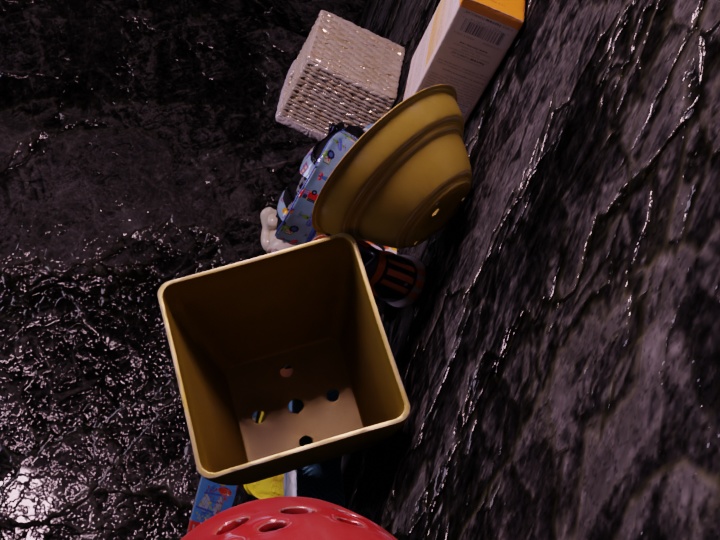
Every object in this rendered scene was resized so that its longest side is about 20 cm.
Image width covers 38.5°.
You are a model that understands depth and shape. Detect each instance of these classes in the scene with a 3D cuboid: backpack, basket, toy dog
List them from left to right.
[{"bbox_3d":[-0.172,-0.048,2.374,0.200,0.139,0.195,-96,13,-71],"label":"toy dog"},{"bbox_3d":[-0.034,-0.102,1.424,0.183,0.134,0.200,-57,0,14],"label":"backpack"},{"bbox_3d":[-0.033,-0.353,1.959,0.161,0.199,0.199,-55,16,41],"label":"basket"}]

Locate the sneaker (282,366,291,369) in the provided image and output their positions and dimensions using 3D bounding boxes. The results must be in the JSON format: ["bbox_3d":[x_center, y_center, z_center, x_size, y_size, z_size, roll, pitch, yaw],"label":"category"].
[{"bbox_3d":[-0.070,0.066,1.250,0.081,0.199,0.084,-40,72,41],"label":"sneaker"}]

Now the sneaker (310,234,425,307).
[{"bbox_3d":[-0.022,-0.012,1.160,0.200,0.112,0.078,0,70,56],"label":"sneaker"}]

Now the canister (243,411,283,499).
[{"bbox_3d":[-0.119,0.249,1.512,0.200,0.086,0.149,167,120,-82],"label":"canister"}]

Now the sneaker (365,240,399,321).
[{"bbox_3d":[0.000,0.000,1.279,0.200,0.090,0.070,-93,24,-69],"label":"sneaker"}]

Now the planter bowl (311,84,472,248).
[{"bbox_3d":[0.051,-0.082,1.033,0.200,0.083,0.201,-39,-16,-13],"label":"planter bowl"}]

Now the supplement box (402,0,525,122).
[{"bbox_3d":[0.116,-0.257,1.161,0.200,0.073,0.126,120,166,-51],"label":"supplement box"}]

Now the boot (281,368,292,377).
[{"bbox_3d":[-0.123,0.138,1.459,0.200,0.154,0.074,168,91,-71],"label":"boot"}]

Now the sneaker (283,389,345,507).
[{"bbox_3d":[-0.055,0.198,1.167,0.081,0.076,0.201,131,148,-60],"label":"sneaker"}]

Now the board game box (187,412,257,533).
[{"bbox_3d":[-0.198,0.263,1.540,0.200,0.056,0.197,-90,16,-69],"label":"board game box"}]

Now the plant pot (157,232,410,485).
[{"bbox_3d":[-0.073,0.111,1.039,0.177,0.199,0.201,87,166,-64],"label":"plant pot"}]

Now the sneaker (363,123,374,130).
[{"bbox_3d":[0.028,-0.189,1.660,0.072,0.072,0.200,-37,-3,-8],"label":"sneaker"}]

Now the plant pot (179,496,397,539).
[{"bbox_3d":[-0.024,0.236,0.574,0.182,0.200,0.201,-16,54,69],"label":"plant pot"}]
